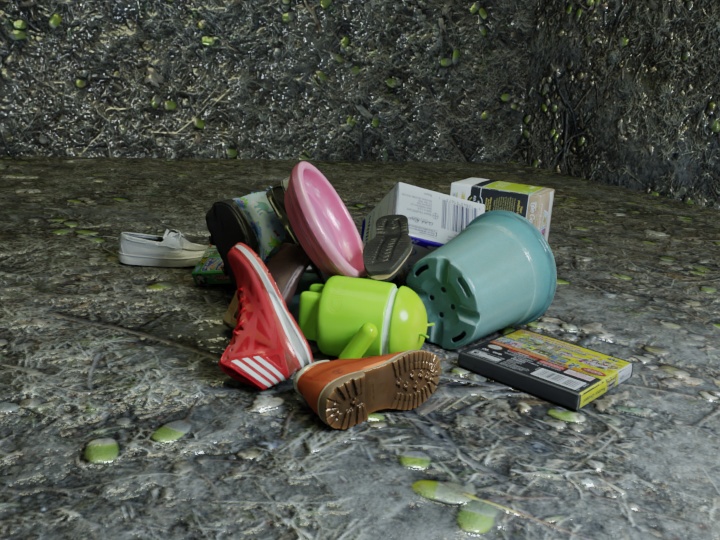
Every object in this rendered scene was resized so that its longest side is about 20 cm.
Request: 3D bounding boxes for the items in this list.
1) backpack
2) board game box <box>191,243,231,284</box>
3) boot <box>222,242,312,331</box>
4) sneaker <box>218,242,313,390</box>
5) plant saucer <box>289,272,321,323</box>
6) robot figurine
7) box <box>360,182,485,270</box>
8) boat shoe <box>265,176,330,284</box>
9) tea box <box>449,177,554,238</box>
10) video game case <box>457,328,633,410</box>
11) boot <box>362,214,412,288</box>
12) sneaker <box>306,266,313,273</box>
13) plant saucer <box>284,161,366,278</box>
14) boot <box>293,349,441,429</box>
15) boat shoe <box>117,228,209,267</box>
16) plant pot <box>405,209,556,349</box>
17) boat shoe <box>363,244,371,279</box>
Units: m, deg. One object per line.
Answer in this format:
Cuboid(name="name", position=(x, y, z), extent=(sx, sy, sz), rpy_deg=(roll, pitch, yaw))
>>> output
Cuboid(name="backpack", position=(-0.149, -0.066, 1.334), extent=(0.198, 0.154, 0.166), rpy_deg=(4, 52, -49))
Cuboid(name="board game box", position=(-0.224, -0.053, 1.439), extent=(0.131, 0.030, 0.202), rpy_deg=(-3, 41, 24))
Cuboid(name="boot", position=(-0.126, 0.034, 1.125), extent=(0.072, 0.167, 0.199), rpy_deg=(44, -12, -27))
Cuboid(name="sneaker", position=(-0.155, 0.065, 0.996), extent=(0.114, 0.079, 0.202), rpy_deg=(-29, 66, -14))
Cuboid(name="plant saucer", position=(-0.115, 0.041, 1.261), extent=(0.196, 0.040, 0.202), rpy_deg=(-7, 19, 2))
Cuboid(name="robot figurine", position=(0.009, 0.073, 1.097), extent=(0.195, 0.119, 0.175), rpy_deg=(8, 14, 12))
Cuboid(name="box", position=(0.112, -0.064, 1.436), extent=(0.180, 0.108, 0.200), rpy_deg=(12, -21, -17))
Cuboid(name="boat shoe", position=(-0.095, -0.054, 1.249), extent=(0.063, 0.203, 0.071), rpy_deg=(-28, -10, 12))
Cuboid(name="tea box", position=(0.287, -0.077, 1.566), extent=(0.193, 0.205, 0.133), rpy_deg=(13, 16, 25))
Cuboid(name="video game case", position=(0.274, 0.139, 1.108), extent=(0.197, 0.026, 0.179), rpy_deg=(16, 19, 40))
Cuboid(name="boot", position=(0.055, 0.010, 1.216), extent=(0.075, 0.142, 0.201), rpy_deg=(0, 25, 14))
Cuboid(name="sneaker", position=(-0.160, -0.051, 1.587), extent=(0.196, 0.079, 0.075), rpy_deg=(12, 18, 31))
Cuboid(name="plant saucer", position=(-0.058, -0.070, 1.172), extent=(0.050, 0.203, 0.201), rpy_deg=(-27, 8, 15))
Cuboid(name="boot", position=(0.010, 0.136, 0.962), extent=(0.196, 0.077, 0.106), rpy_deg=(-8, 14, -35))
Cuboid(name="boat shoe", position=(-0.392, -0.050, 1.529), extent=(0.194, 0.070, 0.072), rpy_deg=(3, 15, -5))
Cuboid(name="plant pot", position=(0.184, 0.023, 1.220), extent=(0.197, 0.205, 0.194), rpy_deg=(17, 27, 40))
Cuboid(name="boat shoe", position=(0.000, 0.000, 1.294), extent=(0.074, 0.069, 0.201), rpy_deg=(-36, 30, 14))
